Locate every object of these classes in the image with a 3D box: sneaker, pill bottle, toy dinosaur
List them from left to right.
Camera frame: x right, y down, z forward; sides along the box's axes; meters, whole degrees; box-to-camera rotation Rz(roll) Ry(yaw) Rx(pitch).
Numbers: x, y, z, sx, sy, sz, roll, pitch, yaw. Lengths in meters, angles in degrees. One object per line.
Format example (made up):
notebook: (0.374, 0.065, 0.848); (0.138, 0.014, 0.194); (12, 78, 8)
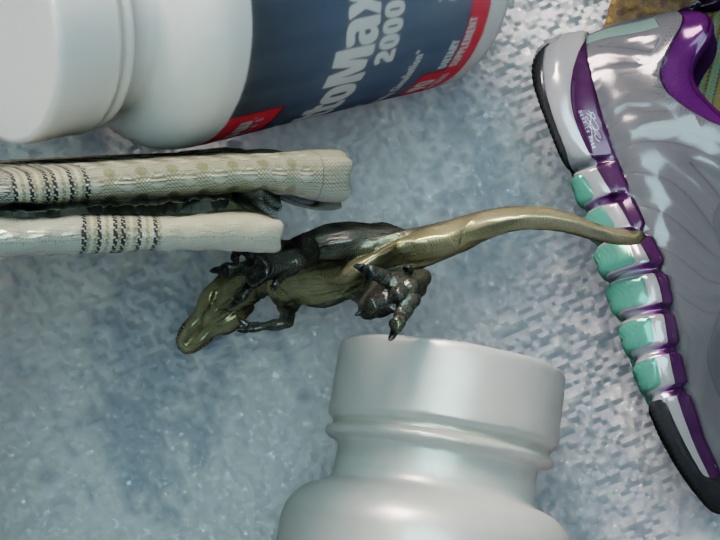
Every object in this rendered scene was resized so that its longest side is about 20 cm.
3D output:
pill bottle: (-0.052, -0.110, 0.787); (0.199, 0.119, 0.120); (-17, 78, -35)
toy dinosaur: (0.000, 0.000, 0.795); (0.199, 0.088, 0.048); (-10, 94, 26)
pill bottle: (0.020, 0.131, 0.788); (0.113, 0.114, 0.202); (8, 80, 3)
sneaker: (0.136, -0.009, 0.821); (0.087, 0.074, 0.201); (-20, 84, 10)

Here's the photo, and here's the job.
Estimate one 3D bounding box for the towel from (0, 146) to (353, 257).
towel: (-0.116, -0.023, 0.761); (0.198, 0.192, 0.035); (-5, 95, -17)

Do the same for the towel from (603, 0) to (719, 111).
towel: (0.204, -0.117, 0.842); (0.199, 0.022, 0.148); (14, 113, 5)
